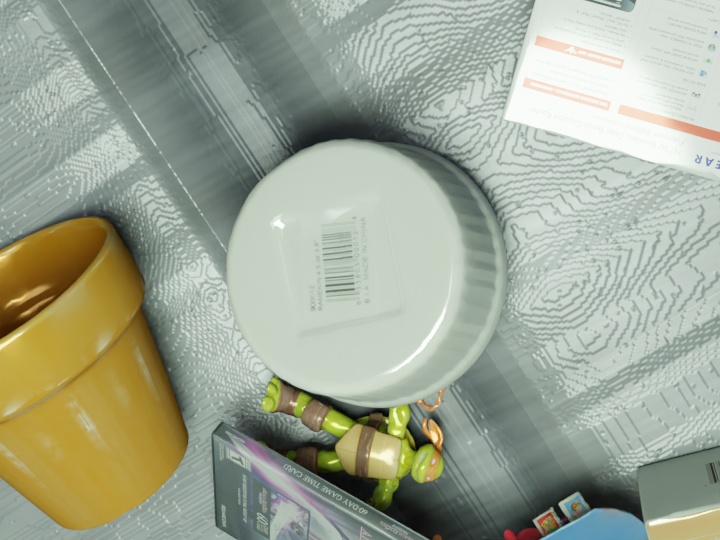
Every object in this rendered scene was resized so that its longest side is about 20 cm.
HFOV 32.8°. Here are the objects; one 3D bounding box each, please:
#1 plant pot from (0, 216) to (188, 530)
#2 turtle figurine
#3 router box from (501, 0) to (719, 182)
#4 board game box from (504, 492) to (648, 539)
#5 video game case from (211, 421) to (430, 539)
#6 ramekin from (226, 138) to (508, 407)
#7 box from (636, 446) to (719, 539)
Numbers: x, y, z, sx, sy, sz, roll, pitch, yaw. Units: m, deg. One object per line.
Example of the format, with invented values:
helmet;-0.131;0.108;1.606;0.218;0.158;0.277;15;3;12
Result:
plant pot;-0.230;0.090;0.940;0.199;0.200;0.184;-22;115;14
turtle figurine;0.002;0.131;0.965;0.160;0.064;0.201;12;104;13
router box;0.218;-0.168;0.862;0.199;0.049;0.180;17;106;5
board game box;0.127;0.240;0.947;0.199;0.039;0.158;-28;138;-3
video game case;-0.029;0.207;0.950;0.199;0.019;0.143;28;142;18
ramekin;0.000;0.000;0.884;0.199;0.098;0.202;-1;87;18
box;0.310;0.240;0.919;0.151;0.106;0.201;-17;100;13
